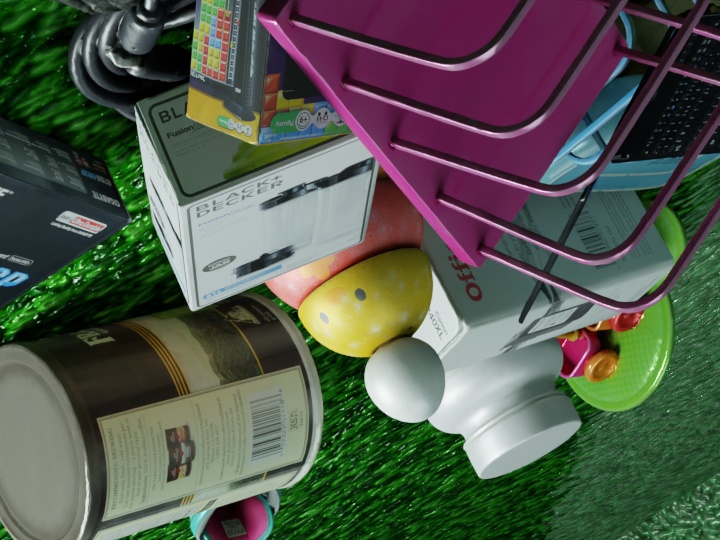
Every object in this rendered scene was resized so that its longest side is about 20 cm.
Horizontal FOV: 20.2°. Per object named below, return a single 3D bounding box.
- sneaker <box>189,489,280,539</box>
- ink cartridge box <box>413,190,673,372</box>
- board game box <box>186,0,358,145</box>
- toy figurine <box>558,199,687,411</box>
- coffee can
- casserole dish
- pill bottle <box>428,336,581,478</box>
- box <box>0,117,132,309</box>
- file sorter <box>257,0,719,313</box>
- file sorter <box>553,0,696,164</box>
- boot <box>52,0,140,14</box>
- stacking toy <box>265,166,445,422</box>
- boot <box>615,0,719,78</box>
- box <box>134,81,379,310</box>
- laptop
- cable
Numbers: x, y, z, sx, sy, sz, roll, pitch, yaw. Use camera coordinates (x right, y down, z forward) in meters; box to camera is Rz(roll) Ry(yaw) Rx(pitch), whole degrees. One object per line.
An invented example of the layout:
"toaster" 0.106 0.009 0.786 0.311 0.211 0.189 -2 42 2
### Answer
"sneaker" -0.124 0.185 1.699 0.083 0.121 0.200 -20 161 -22
"ink cartridge box" 0.096 -0.025 1.404 0.199 0.146 0.083 -15 159 -35
"board game box" 0.017 -0.152 0.939 0.199 0.057 0.167 -10 113 -43
"toy figurine" 0.163 0.028 1.721 0.183 0.150 0.201 0 127 -38
"coffee can" -0.146 0.104 1.401 0.199 0.147 0.146 -13 157 -40
"casserole dish" 0.186 -0.088 1.356 0.199 0.039 0.121 -5 161 -45
"pill bottle" 0.078 0.045 1.479 0.112 0.201 0.112 -25 162 -9
"box" -0.238 -0.020 1.088 0.158 0.046 0.200 -32 161 14
"file sorter" 0.082 -0.093 0.897 0.139 0.125 0.200 -55 137 -12
"file sorter" 0.115 -0.138 1.161 0.139 0.123 0.199 -40 159 34
"boot" -0.116 -0.173 0.785 0.157 0.080 0.211 -2 160 -41
"stacking toy" 0.000 0.000 1.241 0.145 0.201 0.146 -25 162 -9
"boot" 0.207 -0.148 1.377 0.200 0.071 0.144 -18 166 -18
"box" -0.054 -0.050 1.087 0.116 0.060 0.200 -22 166 -10
"laptop" 0.188 -0.059 1.103 0.198 0.104 0.177 -6 159 -9
"cable" -0.048 -0.130 1.037 0.199 0.051 0.163 -18 160 -33
